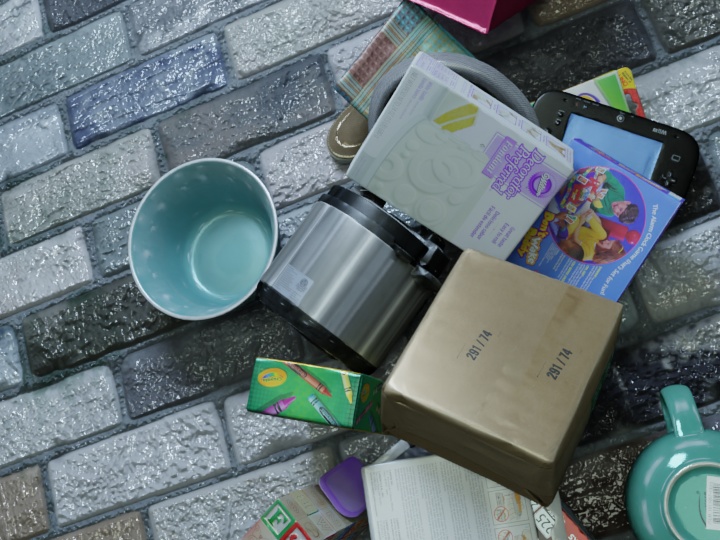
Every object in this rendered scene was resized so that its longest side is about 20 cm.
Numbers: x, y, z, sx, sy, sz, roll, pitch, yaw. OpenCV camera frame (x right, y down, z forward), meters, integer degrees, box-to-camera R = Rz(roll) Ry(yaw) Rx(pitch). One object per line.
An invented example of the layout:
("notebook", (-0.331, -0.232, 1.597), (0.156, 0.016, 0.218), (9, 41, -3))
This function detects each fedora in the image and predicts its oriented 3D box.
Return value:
("fedora", (0.107, -0.163, 0.960), (0.198, 0.090, 0.178), (23, 121, 1))

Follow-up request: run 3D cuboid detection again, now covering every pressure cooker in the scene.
("pressure cooker", (-0.001, -0.001, 0.967), (0.175, 0.179, 0.201), (36, 85, -4))

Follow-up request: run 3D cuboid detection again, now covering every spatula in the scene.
("spatula", (0.040, 0.203, 0.945), (0.199, 0.021, 0.057), (-32, 78, -30))

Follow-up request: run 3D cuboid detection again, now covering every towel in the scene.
("towel", (0.086, -0.210, 1.022), (0.200, 0.022, 0.147), (40, 90, -14))

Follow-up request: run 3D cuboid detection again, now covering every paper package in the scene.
("paper package", (0.147, 0.105, 0.865), (0.189, 0.104, 0.201), (22, 58, 20))

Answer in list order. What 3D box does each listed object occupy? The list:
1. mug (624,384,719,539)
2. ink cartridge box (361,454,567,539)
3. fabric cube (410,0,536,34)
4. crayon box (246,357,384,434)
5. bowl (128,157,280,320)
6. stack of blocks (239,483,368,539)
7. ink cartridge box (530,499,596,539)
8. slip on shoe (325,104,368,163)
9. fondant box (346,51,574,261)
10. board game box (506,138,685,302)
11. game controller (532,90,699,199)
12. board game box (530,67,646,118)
("mug", (0.339, 0.227, 0.861), (0.152, 0.114, 0.185), (-43, 71, 3))
("ink cartridge box", (0.109, 0.270, 0.874), (0.198, 0.050, 0.163), (-8, 77, -4))
("fabric cube", (0.133, -0.426, 0.979), (0.199, 0.197, 0.199), (31, 46, 20))
("crayon box", (-0.033, 0.143, 0.937), (0.118, 0.200, 0.059), (7, 79, 17))
("bowl", (-0.180, -0.030, 1.066), (0.199, 0.105, 0.203), (-3, 77, 15))
("stack of blocks", (-0.064, 0.292, 0.910), (0.059, 0.200, 0.115), (45, 101, 19))
("ink cartridge box", (0.147, 0.302, 0.914), (0.175, 0.084, 0.200), (-44, 71, 3))
("slip on shoe", (0.039, -0.210, 1.069), (0.199, 0.061, 0.077), (-28, 72, 8))
("fondant box", (0.106, -0.115, 0.900), (0.199, 0.058, 0.145), (31, 120, -5))
("board game box", (0.246, -0.026, 0.940), (0.134, 0.045, 0.201), (35, 110, 17))
("game controller", (0.283, -0.133, 0.969), (0.198, 0.042, 0.105), (19, 103, 4))
("board game box", (0.240, -0.163, 1.005), (0.198, 0.030, 0.096), (-20, 98, 8))
